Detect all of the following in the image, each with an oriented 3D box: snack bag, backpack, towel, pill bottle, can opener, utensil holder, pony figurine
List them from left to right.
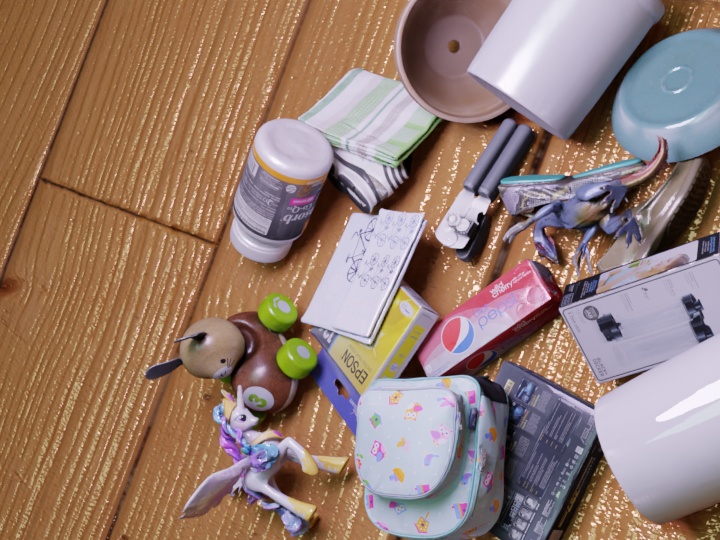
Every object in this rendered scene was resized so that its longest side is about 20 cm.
[{"bbox_3d":[-0.141,0.280,1.592,0.200,0.166,0.193,31,110,12],"label":"pony figurine"},{"bbox_3d":[-0.120,-0.112,1.661,0.117,0.116,0.200,58,142,31],"label":"pill bottle"},{"bbox_3d":[0.000,0.000,1.586,0.200,0.021,0.189,13,76,60],"label":"snack bag"},{"bbox_3d":[0.021,-0.226,1.649,0.200,0.031,0.149,23,62,39],"label":"towel"},{"bbox_3d":[0.084,0.229,1.394,0.175,0.153,0.201,-5,82,32],"label":"backpack"},{"bbox_3d":[0.168,-0.110,1.547,0.053,0.066,0.200,27,84,36],"label":"can opener"},{"bbox_3d":[0.256,-0.291,1.453,0.170,0.170,0.200,40,100,35],"label":"utensil holder"},{"bbox_3d":[0.383,0.167,1.257,0.200,0.170,0.170,-32,61,26],"label":"utensil holder"}]

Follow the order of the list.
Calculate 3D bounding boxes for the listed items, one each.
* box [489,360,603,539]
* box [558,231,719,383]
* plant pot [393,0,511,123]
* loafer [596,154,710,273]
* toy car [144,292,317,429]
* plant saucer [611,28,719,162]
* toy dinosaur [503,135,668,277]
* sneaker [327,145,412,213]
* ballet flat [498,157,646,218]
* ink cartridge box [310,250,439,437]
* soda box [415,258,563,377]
[{"bbox_3d":[0.206,0.235,1.425,0.157,0.051,0.201,27,94,36],"label":"box"},{"bbox_3d":[0.348,0.046,1.340,0.200,0.060,0.117,-22,108,29],"label":"box"},{"bbox_3d":[0.138,-0.306,1.570,0.201,0.200,0.093,-59,14,6],"label":"plant pot"},{"bbox_3d":[0.351,-0.059,1.392,0.067,0.076,0.200,35,97,29],"label":"loafer"},{"bbox_3d":[-0.195,0.127,1.616,0.164,0.200,0.158,-46,55,33],"label":"toy car"},{"bbox_3d":[0.392,-0.224,1.399,0.200,0.036,0.201,-22,47,26],"label":"plant saucer"},{"bbox_3d":[0.280,-0.064,1.410,0.200,0.105,0.181,-40,14,-10],"label":"toy dinosaur"},{"bbox_3d":[0.009,-0.166,1.673,0.115,0.076,0.201,-33,43,-8],"label":"sneaker"},{"bbox_3d":[0.275,-0.098,1.471,0.200,0.072,0.072,-7,73,33],"label":"ballet flat"},{"bbox_3d":[0.001,0.095,1.568,0.200,0.047,0.198,-55,33,7],"label":"ink cartridge box"},{"bbox_3d":[0.167,0.071,1.490,0.200,0.063,0.070,-38,59,21],"label":"soda box"}]
